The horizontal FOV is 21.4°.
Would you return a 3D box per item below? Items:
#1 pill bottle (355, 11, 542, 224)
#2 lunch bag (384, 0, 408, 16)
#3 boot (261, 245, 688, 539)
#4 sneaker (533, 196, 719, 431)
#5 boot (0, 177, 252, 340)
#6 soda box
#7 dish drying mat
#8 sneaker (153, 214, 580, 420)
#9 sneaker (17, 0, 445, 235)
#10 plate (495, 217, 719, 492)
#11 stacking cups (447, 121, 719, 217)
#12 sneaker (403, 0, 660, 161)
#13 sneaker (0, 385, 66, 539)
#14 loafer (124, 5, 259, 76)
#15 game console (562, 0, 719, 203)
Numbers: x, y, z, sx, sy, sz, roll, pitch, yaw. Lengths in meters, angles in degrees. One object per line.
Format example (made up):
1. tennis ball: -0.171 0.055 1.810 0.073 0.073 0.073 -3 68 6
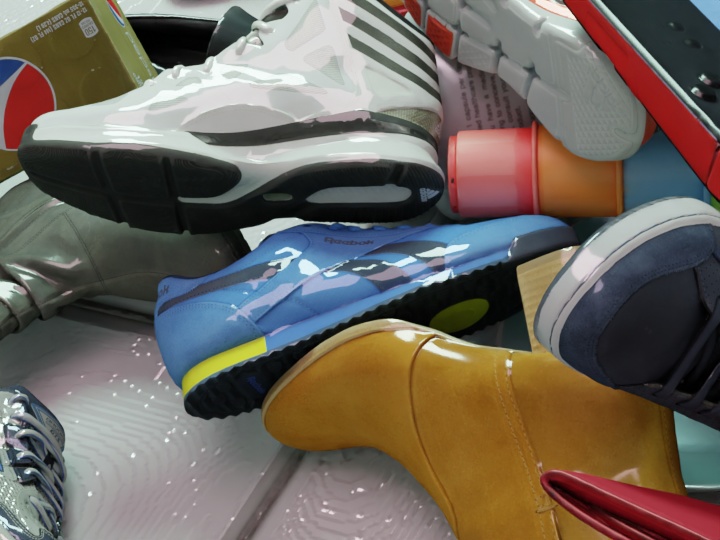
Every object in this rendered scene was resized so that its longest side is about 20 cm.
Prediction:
1. pill bottle: 0.083 -0.088 0.953 0.198 0.114 0.114 -11 41 8
2. lunch bag: 0.024 -0.187 1.066 0.175 0.083 0.200 -17 17 -1
3. boot: 0.043 0.089 0.809 0.200 0.071 0.145 -26 61 32
4. sneaker: 0.165 0.047 0.704 0.146 0.202 0.077 46 113 36
5. boot: -0.149 0.009 0.960 0.130 0.068 0.199 -36 35 -30
6. soda box: -0.212 -0.079 1.039 0.199 0.068 0.064 -28 10 10
7. dish drying mat: 0.141 0.101 0.686 0.076 0.199 0.018 24 94 36
8. sneaker: 0.000 0.000 0.874 0.199 0.066 0.079 -19 62 1
9. sneaker: -0.058 -0.084 0.898 0.199 0.076 0.116 1 64 4
10. plate: 0.161 0.030 0.864 0.198 0.026 0.201 -10 42 9
11. stacking cups: 0.140 -0.043 0.877 0.198 0.061 0.061 -4 43 10
12. sneaker: 0.084 -0.131 0.882 0.082 0.077 0.200 -26 63 -28
13. sneaker: -0.169 0.093 0.879 0.085 0.077 0.200 -34 43 -23
14. loafer: -0.063 -0.111 1.064 0.199 0.071 0.068 6 47 26
15. game console: 0.198 -0.076 0.798 0.199 0.031 0.177 2 41 -29
